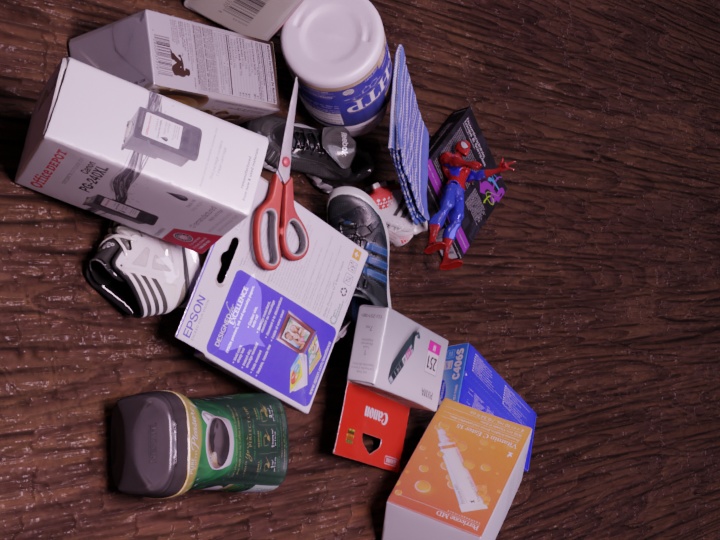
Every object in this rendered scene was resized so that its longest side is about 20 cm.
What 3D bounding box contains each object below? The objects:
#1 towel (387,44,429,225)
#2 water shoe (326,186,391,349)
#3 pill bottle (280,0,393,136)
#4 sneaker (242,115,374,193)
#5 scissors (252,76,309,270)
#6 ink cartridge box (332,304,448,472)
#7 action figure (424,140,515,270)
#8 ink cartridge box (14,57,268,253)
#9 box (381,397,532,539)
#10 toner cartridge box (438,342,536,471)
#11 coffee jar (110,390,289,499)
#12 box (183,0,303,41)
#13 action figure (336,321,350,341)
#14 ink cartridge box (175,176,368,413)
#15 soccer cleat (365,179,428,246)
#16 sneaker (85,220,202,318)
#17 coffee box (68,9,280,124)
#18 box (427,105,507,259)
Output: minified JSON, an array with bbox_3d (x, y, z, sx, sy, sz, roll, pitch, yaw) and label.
[{"bbox_3d":[0.063,-0.162,1.650,0.200,0.024,0.146,67,24,-63],"label":"towel"},{"bbox_3d":[0.000,0.000,1.601,0.079,0.071,0.202,-65,146,-63],"label":"water shoe"},{"bbox_3d":[-0.021,-0.236,1.585,0.200,0.118,0.121,64,24,-73],"label":"pill bottle"},{"bbox_3d":[-0.054,-0.146,1.585,0.199,0.090,0.067,21,63,-51],"label":"sneaker"},{"bbox_3d":[-0.085,-0.102,1.401,0.073,0.014,0.203,-5,95,-41],"label":"scissors"},{"bbox_3d":[0.040,0.148,1.611,0.200,0.043,0.176,31,67,-62],"label":"ink cartridge box"},{"bbox_3d":[0.147,-0.104,1.796,0.065,0.098,0.202,45,40,-39],"label":"action figure"},{"bbox_3d":[-0.206,-0.101,1.238,0.198,0.145,0.084,20,69,-19],"label":"ink cartridge box"},{"bbox_3d":[0.120,0.272,1.658,0.200,0.123,0.098,-55,157,-47],"label":"box"},{"bbox_3d":[0.175,0.194,1.857,0.200,0.043,0.096,46,45,-39],"label":"toner cartridge box"},{"bbox_3d":[-0.161,0.173,1.340,0.199,0.085,0.106,11,75,-55],"label":"coffee jar"},{"bbox_3d":[-0.110,-0.382,1.518,0.108,0.128,0.202,24,59,-21],"label":"box"},{"bbox_3d":[-0.074,0.025,1.531,0.130,0.069,0.202,-39,116,-60],"label":"action figure"},{"bbox_3d":[-0.098,0.022,1.427,0.199,0.043,0.200,35,69,-38],"label":"ink cartridge box"},{"bbox_3d":[0.030,-0.069,1.707,0.200,0.068,0.086,-22,95,-60],"label":"soccer cleat"},{"bbox_3d":[-0.223,-0.050,1.325,0.115,0.075,0.203,-24,103,-57],"label":"sneaker"},{"bbox_3d":[-0.188,-0.202,1.388,0.199,0.112,0.081,2,79,-56],"label":"coffee box"},{"bbox_3d":[0.138,-0.125,1.907,0.200,0.036,0.144,-51,122,-47],"label":"box"}]
